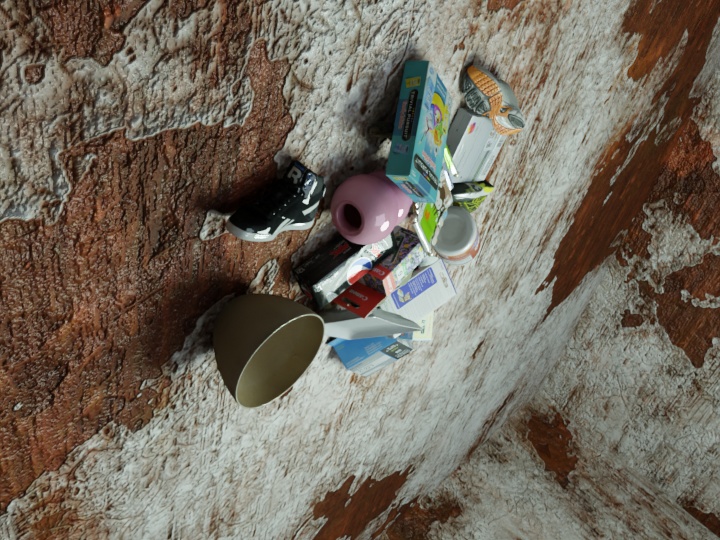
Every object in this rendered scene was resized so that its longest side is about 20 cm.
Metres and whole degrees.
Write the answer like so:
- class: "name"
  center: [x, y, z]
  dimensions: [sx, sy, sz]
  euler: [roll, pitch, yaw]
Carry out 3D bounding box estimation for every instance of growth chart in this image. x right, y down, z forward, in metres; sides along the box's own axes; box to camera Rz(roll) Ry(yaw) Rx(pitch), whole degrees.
- class: "growth chart"
  center: [0.147, -0.141, 1.419]
  dimensions: [0.145, 0.018, 0.202]
  euler: [46, 60, -54]

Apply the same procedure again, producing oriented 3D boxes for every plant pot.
- class: "plant pot"
  center: [-0.177, 0.117, 1.264]
  dimensions: [0.200, 0.134, 0.201]
  euler: [-38, 151, -25]

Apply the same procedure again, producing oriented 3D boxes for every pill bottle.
- class: "pill bottle"
  center: [0.221, -0.073, 1.683]
  dimensions: [0.113, 0.112, 0.200]
  euler: [-52, 164, 2]

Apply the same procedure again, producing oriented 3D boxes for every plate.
- class: "plate"
  center: [-0.003, 0.108, 1.502]
  dimensions: [0.199, 0.198, 0.033]
  euler: [19, 67, -53]

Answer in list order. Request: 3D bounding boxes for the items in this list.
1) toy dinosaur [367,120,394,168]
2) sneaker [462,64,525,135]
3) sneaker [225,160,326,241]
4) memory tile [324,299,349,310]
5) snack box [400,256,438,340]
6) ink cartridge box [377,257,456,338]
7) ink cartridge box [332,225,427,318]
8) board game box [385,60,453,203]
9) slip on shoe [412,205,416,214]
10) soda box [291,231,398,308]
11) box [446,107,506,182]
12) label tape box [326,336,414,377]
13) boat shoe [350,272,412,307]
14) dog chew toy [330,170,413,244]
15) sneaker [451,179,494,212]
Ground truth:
- class: "toy dinosaur"
  center: [0.078, -0.230, 1.338]
  dimensions: [0.199, 0.047, 0.089]
  euler: [-16, 127, -54]
- class: "sneaker"
  center: [0.261, -0.357, 1.462]
  dimensions: [0.075, 0.093, 0.200]
  euler: [-19, 146, 29]
- class: "sneaker"
  center: [-0.127, -0.117, 1.131]
  dimensions: [0.199, 0.073, 0.113]
  euler: [-23, 140, -59]
- class: "memory tile"
  center: [0.000, 0.000, 1.505]
  dimensions: [0.199, 0.017, 0.155]
  euler: [-15, 125, -49]
- class: "snack box"
  center: [0.138, 0.063, 1.712]
  dimensions: [0.116, 0.037, 0.203]
  euler: [12, 83, -62]
- class: "ink cartridge box"
  center: [0.122, 0.060, 1.630]
  dimensions: [0.199, 0.037, 0.096]
  euler: [-32, 105, -24]
- class: "ink cartridge box"
  center: [0.030, -0.006, 1.422]
  dimensions: [0.200, 0.108, 0.051]
  euler: [-45, 140, -26]
- class: "board game box"
  center: [0.106, -0.237, 1.270]
  dimensions: [0.151, 0.046, 0.203]
  euler: [28, 70, -64]
- class: "slip on shoe"
  center: [0.140, -0.160, 1.520]
  dimensions: [0.201, 0.075, 0.061]
  euler: [76, 15, -48]
- class: "soda box"
  center: [-0.026, -0.021, 1.375]
  dimensions: [0.199, 0.071, 0.064]
  euler: [-38, 136, -17]
- class: "box"
  center: [0.241, -0.266, 1.563]
  dimensions: [0.199, 0.041, 0.157]
  euler: [-14, 135, -53]
- class: "label tape box"
  center: [0.027, 0.179, 1.701]
  dimensions: [0.142, 0.067, 0.200]
  euler: [-31, 158, 12]
- class: "boat shoe"
  center: [0.046, 0.016, 1.516]
  dimensions: [0.201, 0.063, 0.074]
  euler: [-42, 111, -48]
- class: "dog chew toy"
  center: [0.035, -0.126, 1.325]
  dimensions: [0.199, 0.124, 0.126]
  euler: [-33, 150, -48]
- class: "sneaker"
  center: [0.237, -0.164, 1.649]
  dimensions: [0.199, 0.074, 0.085]
  euler: [-12, 135, -53]
